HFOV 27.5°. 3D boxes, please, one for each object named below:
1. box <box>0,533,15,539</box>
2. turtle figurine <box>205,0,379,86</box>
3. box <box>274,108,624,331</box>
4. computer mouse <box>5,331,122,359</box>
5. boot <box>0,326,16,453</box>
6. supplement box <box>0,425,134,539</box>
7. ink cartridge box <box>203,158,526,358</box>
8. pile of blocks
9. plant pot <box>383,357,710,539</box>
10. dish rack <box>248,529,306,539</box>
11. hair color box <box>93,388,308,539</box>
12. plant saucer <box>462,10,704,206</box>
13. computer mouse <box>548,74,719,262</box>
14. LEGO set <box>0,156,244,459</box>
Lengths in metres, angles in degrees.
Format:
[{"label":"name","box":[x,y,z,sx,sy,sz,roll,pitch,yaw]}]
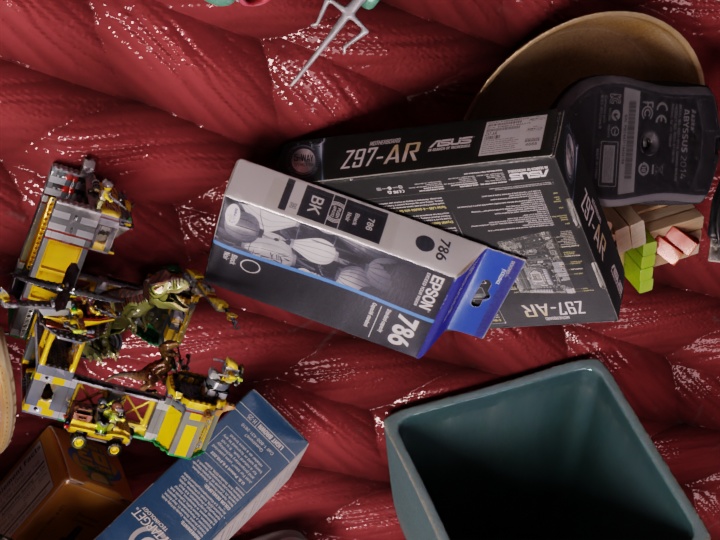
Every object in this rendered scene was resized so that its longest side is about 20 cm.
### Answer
[{"label":"box","box":[-0.231,0.246,0.983,0.040,0.136,0.201,-48,132,-34]},{"label":"turtle figurine","box":[-0.048,-0.215,0.824,0.149,0.101,0.201,11,105,-48]},{"label":"box","box":[0.061,-0.026,0.983,0.199,0.044,0.160,-5,137,26]},{"label":"computer mouse","box":[-0.252,0.049,0.972,0.199,0.034,0.059,0,124,-26]},{"label":"boot","box":[-0.311,0.098,0.915,0.166,0.073,0.200,-4,154,-31]},{"label":"supplement box","box":[-0.253,0.209,1.073,0.200,0.069,0.066,-46,131,15]},{"label":"ink cartridge box","box":[0.000,0.000,0.971,0.199,0.039,0.100,18,141,-2]},{"label":"pile of blocks","box":[0.168,-0.016,1.054,0.199,0.062,0.082,5,122,-29]},{"label":"plant pot","box":[0.137,0.227,1.194,0.195,0.196,0.201,-14,138,-15]},{"label":"dish rack","box":[-0.122,0.290,1.212,0.199,0.044,0.172,-17,131,-13]},{"label":"hair color box","box":[-0.130,0.182,1.037,0.200,0.060,0.100,-44,171,-24]},{"label":"plant saucer","box":[0.149,-0.100,1.045,0.199,0.035,0.201,-13,130,-16]},{"label":"computer mouse","box":[0.197,-0.081,1.013,0.199,0.053,0.139,5,94,-30]},{"label":"LEGO set","box":[-0.142,0.013,0.906,0.153,0.200,0.116,19,112,-14]}]
